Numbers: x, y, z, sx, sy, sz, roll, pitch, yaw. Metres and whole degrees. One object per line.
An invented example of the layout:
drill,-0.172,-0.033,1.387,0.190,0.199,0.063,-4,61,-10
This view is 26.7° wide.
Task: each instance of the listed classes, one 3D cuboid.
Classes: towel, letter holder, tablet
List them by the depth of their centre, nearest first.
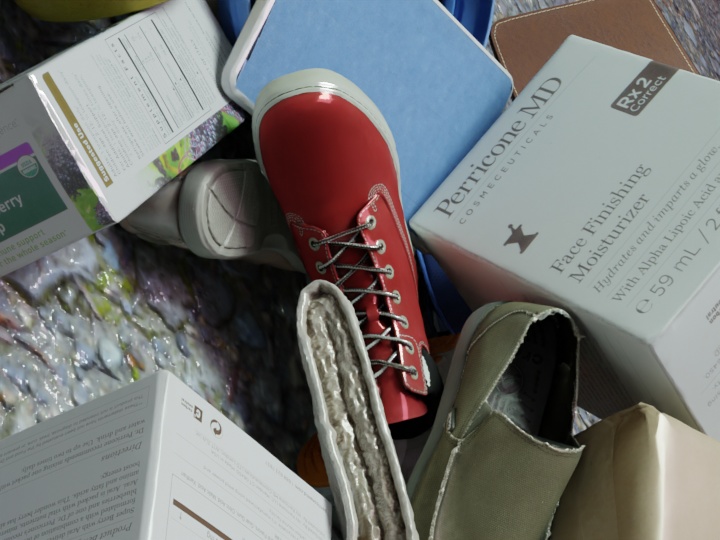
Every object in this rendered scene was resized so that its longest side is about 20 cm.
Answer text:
towel,0.006,0.119,0.707,0.133,0.034,0.200,85,-10,-62
tablet,0.011,-0.108,0.878,0.200,0.014,0.130,37,72,-42
letter holder,0.180,-0.094,1.123,0.101,0.142,0.200,97,-25,-55

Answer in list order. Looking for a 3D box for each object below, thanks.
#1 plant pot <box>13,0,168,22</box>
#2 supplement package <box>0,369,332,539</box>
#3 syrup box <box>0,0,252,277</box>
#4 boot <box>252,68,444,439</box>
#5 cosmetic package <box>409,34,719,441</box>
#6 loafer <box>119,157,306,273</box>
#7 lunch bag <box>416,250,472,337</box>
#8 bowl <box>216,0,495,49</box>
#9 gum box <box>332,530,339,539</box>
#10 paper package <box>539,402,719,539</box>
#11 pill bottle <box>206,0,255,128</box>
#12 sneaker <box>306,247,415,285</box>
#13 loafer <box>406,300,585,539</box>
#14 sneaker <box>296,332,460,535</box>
plant pot,-0.138,-0.210,0.770,0.200,0.200,0.142,-67,148,-58
supplement package,-0.092,0.164,0.580,0.120,0.121,0.200,46,32,-38
syrup box,-0.131,-0.075,0.765,0.081,0.079,0.200,61,25,-13
boot,0.000,0.000,0.812,0.200,0.072,0.144,66,10,-47
cosmetic package,0.173,-0.008,0.893,0.200,0.165,0.165,29,-17,46
loafer,-0.067,-0.036,0.883,0.200,0.063,0.072,3,90,-66
lunch bag,0.111,0.005,1.111,0.136,0.132,0.200,51,16,-30
bowl,-0.001,-0.171,0.892,0.201,0.039,0.201,-10,105,-41
gum box,-0.017,0.217,0.749,0.200,0.066,0.114,54,26,-24
paper package,0.182,0.202,0.794,0.191,0.103,0.200,25,55,-27
pill bottle,-0.066,-0.166,0.936,0.200,0.112,0.112,45,32,-39
sneaker,0.015,-0.025,1.025,0.112,0.073,0.200,52,35,-59
loafer,0.071,0.101,0.782,0.075,0.070,0.200,19,66,-19
sneaker,0.026,0.111,0.941,0.200,0.076,0.092,-48,120,-55
